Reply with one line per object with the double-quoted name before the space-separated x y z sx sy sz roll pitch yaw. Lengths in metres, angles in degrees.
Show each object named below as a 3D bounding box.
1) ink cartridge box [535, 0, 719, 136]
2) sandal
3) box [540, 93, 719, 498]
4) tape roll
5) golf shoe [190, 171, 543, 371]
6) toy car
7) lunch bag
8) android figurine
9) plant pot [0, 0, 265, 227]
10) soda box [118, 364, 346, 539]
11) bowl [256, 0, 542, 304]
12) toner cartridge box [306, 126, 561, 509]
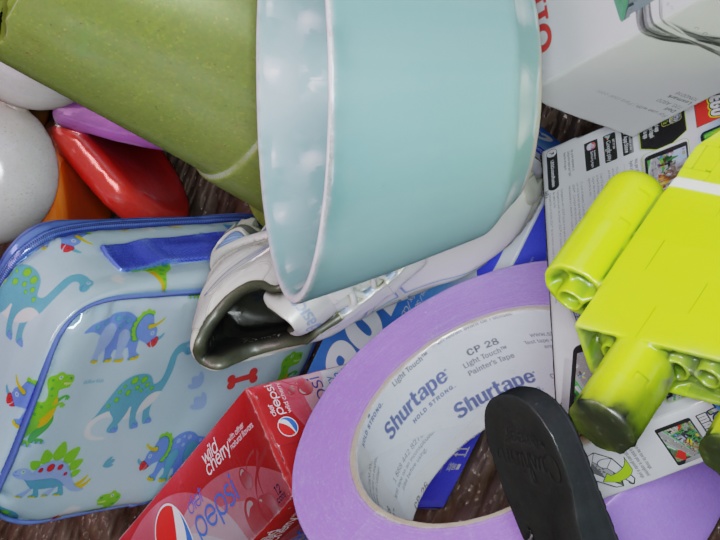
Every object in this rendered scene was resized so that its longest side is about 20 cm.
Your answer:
"ink cartridge box" 0.157 -0.167 1.169 0.199 0.084 0.147 -27 60 40
"sandal" 0.088 0.146 1.099 0.075 0.045 0.201 -2 114 59
"box" 0.139 0.003 1.180 0.110 0.035 0.201 -22 39 21
"tape roll" 0.070 0.088 1.229 0.199 0.066 0.201 -21 36 16
"golf shoe" 0.000 0.000 1.287 0.199 0.097 0.078 -27 109 33
"toy car" -0.150 -0.090 1.504 0.149 0.175 0.201 25 107 8
"lunch bag" -0.119 0.046 1.408 0.082 0.199 0.161 45 124 33
"android figurine" 0.171 -0.001 1.095 0.181 0.041 0.200 15 55 36
"plant pot" -0.095 -0.141 1.355 0.200 0.189 0.201 -46 35 46
"soda box" -0.058 0.124 1.392 0.200 0.070 0.064 -50 59 52
"bowl" 0.017 -0.087 1.182 0.201 0.104 0.202 178 90 -79
"toner cartridge box" 0.042 0.015 1.360 0.095 0.043 0.201 41 115 38
